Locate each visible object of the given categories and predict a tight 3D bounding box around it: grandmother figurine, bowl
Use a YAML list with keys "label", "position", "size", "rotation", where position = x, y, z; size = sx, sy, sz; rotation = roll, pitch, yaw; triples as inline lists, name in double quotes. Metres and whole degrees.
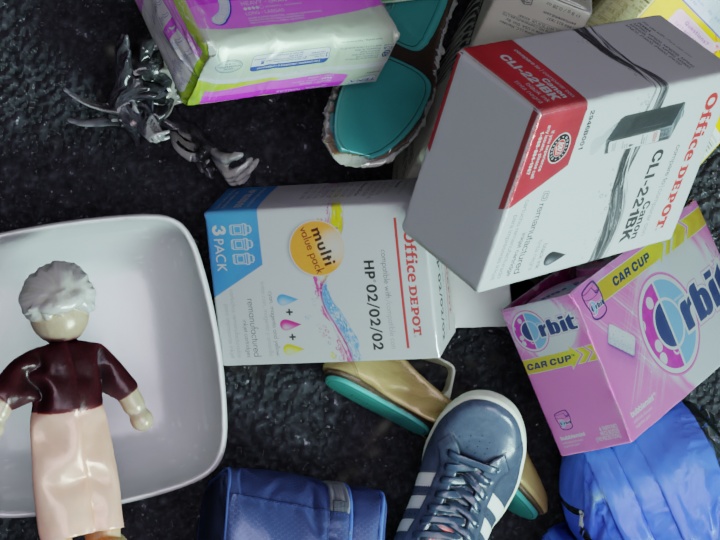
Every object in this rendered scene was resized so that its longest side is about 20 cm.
- label: "grandmother figurine"
  position: [-0.201, 0.093, 1.603]
  size: [0.121, 0.060, 0.201]
  rotation: [-4, 90, -39]
- label: "bowl"
  position: [-0.200, 0.065, 1.664]
  size: [0.199, 0.075, 0.201]
  rotation: [-9, 93, -10]

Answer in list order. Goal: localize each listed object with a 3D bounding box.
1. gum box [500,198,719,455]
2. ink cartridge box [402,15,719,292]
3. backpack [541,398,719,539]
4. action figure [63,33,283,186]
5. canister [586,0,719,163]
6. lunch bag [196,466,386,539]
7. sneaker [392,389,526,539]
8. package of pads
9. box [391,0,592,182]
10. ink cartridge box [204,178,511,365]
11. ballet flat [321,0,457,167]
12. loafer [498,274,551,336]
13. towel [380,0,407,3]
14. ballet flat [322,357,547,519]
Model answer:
- label: "gum box"
  position: [0.197, 0.036, 1.694]
  size: [0.200, 0.066, 0.114]
  rotation: [-32, 102, -48]
- label: "ink cartridge box"
  position: [0.142, -0.082, 1.591]
  size: [0.200, 0.084, 0.145]
  rotation: [-15, 134, -41]
- label: "backpack"
  position: [0.213, 0.200, 1.704]
  size: [0.167, 0.163, 0.200]
  rotation: [-21, 96, -6]
- label: "action figure"
  position: [-0.101, -0.129, 1.656]
  size: [0.200, 0.119, 0.102]
  rotation: [-24, 52, -15]
- label: "canister"
  position: [0.244, -0.176, 1.735]
  size: [0.149, 0.087, 0.200]
  rotation: [44, 85, -10]
- label: "lunch bag"
  position: [-0.048, 0.243, 1.655]
  size: [0.132, 0.136, 0.201]
  rotation: [8, 78, -11]
- label: "sneaker"
  position: [0.062, 0.181, 1.673]
  size: [0.075, 0.085, 0.200]
  rotation: [20, 116, 3]
- label: "package of pads"
  position: [-0.084, -0.209, 1.601]
  size: [0.154, 0.068, 0.200]
  rotation: [-10, 59, -29]
- label: "box"
  position: [0.090, -0.129, 1.663]
  size: [0.068, 0.082, 0.200]
  rotation: [21, 120, -10]
- label: "ink cartridge box"
  position: [0.000, 0.000, 1.654]
  size: [0.199, 0.068, 0.115]
  rotation: [-3, 106, 13]
- label: "ballet flat"
  position: [0.023, -0.141, 1.673]
  size: [0.072, 0.072, 0.200]
  rotation: [30, 59, -10]
- label: "loafer"
  position: [0.076, 0.000, 1.719]
  size: [0.200, 0.063, 0.072]
  rotation: [24, 89, -11]
- label: "towel"
  position: [0.040, -0.290, 1.687]
  size: [0.152, 0.023, 0.200]
  rotation: [-10, 75, -20]
- label: "ballet flat"
  position: [0.066, 0.104, 1.723]
  size: [0.200, 0.069, 0.063]
  rotation: [36, 70, -11]
